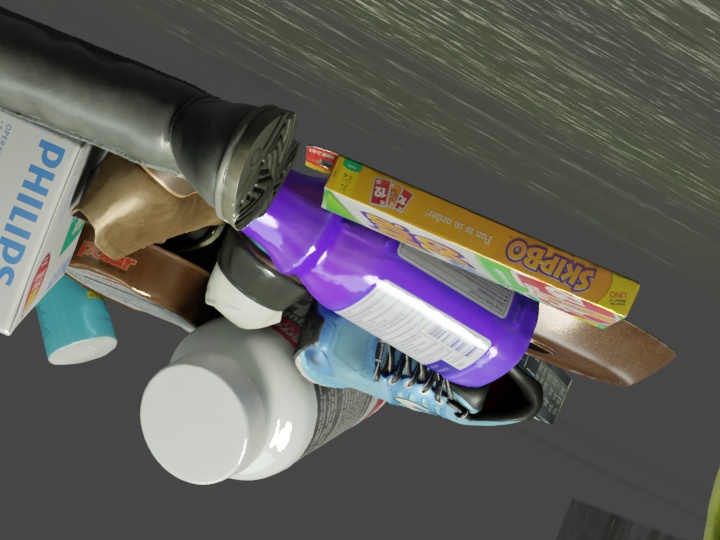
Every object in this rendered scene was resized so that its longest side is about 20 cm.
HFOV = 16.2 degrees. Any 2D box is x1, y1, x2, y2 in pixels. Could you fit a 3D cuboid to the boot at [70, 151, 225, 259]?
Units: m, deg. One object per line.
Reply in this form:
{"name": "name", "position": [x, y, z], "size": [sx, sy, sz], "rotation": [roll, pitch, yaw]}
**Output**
{"name": "boot", "position": [-0.125, -0.046, 1.540], "size": [0.074, 0.075, 0.200], "rotation": [46, -173, 10]}

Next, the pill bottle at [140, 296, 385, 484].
{"name": "pill bottle", "position": [-0.062, 0.075, 1.692], "size": [0.110, 0.111, 0.200], "rotation": [21, -158, 21]}

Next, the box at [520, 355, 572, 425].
{"name": "box", "position": [0.079, 0.064, 2.053], "size": [0.158, 0.046, 0.200], "rotation": [22, 174, 17]}

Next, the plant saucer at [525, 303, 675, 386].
{"name": "plant saucer", "position": [0.109, 0.031, 1.664], "size": [0.200, 0.035, 0.200], "rotation": [24, 176, 2]}

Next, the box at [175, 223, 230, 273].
{"name": "box", "position": [-0.126, -0.029, 1.859], "size": [0.141, 0.079, 0.200], "rotation": [31, 172, -36]}

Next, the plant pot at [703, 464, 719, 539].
{"name": "plant pot", "position": [0.298, 0.145, 1.252], "size": [0.184, 0.201, 0.200], "rotation": [13, 179, -20]}

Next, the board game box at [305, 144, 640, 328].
{"name": "board game box", "position": [0.057, -0.019, 1.433], "size": [0.199, 0.030, 0.096], "rotation": [26, 174, 1]}

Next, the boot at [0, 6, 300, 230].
{"name": "boot", "position": [-0.134, -0.093, 1.354], "size": [0.200, 0.073, 0.182], "rotation": [30, 174, 1]}

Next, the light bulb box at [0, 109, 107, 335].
{"name": "light bulb box", "position": [-0.262, -0.072, 1.516], "size": [0.199, 0.125, 0.198], "rotation": [23, -170, -2]}

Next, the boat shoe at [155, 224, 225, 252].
{"name": "boat shoe", "position": [-0.171, -0.065, 1.697], "size": [0.201, 0.074, 0.063], "rotation": [25, -175, 37]}

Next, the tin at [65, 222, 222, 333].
{"name": "tin", "position": [-0.146, 0.006, 1.710], "size": [0.112, 0.042, 0.200], "rotation": [18, 173, 11]}

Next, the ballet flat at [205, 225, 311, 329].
{"name": "ballet flat", "position": [-0.061, 0.001, 1.633], "size": [0.068, 0.068, 0.200], "rotation": [37, -170, 0]}

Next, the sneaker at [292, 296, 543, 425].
{"name": "sneaker", "position": [0.044, 0.054, 1.612], "size": [0.200, 0.079, 0.090], "rotation": [16, -178, -43]}

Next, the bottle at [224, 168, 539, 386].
{"name": "bottle", "position": [0.009, -0.003, 1.526], "size": [0.200, 0.065, 0.083], "rotation": [31, 152, -17]}

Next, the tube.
{"name": "tube", "position": [-0.224, -0.033, 1.814], "size": [0.050, 0.201, 0.077], "rotation": [-19, 164, 5]}
